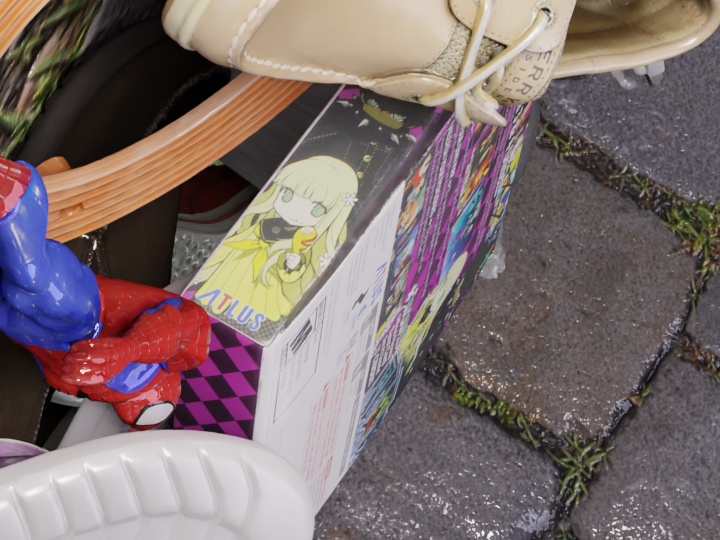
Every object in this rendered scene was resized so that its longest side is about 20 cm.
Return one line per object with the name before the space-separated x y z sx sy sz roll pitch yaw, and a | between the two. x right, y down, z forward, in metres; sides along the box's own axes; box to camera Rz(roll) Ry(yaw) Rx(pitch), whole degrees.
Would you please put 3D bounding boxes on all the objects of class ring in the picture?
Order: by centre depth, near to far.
ring | -0.054 -0.070 0.675 0.200 0.019 0.200 -33 163 -11

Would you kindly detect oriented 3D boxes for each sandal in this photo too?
sandal | -0.109 0.078 0.721 0.202 0.050 0.083 -10 128 -25

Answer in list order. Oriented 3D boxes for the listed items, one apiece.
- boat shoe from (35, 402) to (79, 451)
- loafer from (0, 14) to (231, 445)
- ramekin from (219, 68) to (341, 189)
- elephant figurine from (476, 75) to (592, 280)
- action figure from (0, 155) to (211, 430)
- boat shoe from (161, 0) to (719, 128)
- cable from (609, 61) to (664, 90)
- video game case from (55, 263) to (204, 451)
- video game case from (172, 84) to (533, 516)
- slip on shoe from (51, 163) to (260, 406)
boat shoe | -0.138 0.093 0.937 0.201 0.060 0.072 -55 149 -57
loafer | -0.091 0.003 0.823 0.200 0.071 0.073 -59 175 -27
ramekin | 0.005 -0.114 0.965 0.200 0.105 0.200 -60 175 -8
elephant figurine | 0.053 -0.132 1.123 0.200 0.155 0.142 -54 -173 17
action figure | -0.086 0.007 0.643 0.200 0.065 0.052 42 58 -67
boat shoe | 0.031 -0.076 0.684 0.200 0.065 0.072 -14 152 -51
cable | 0.122 -0.207 1.173 0.069 0.200 0.200 -21 154 -15
video game case | -0.083 0.079 0.832 0.200 0.017 0.143 -60 171 21
video game case | 0.000 0.000 0.826 0.181 0.036 0.200 -54 167 -27
slip on shoe | -0.082 0.001 0.980 0.200 0.061 0.074 -32 130 -57
